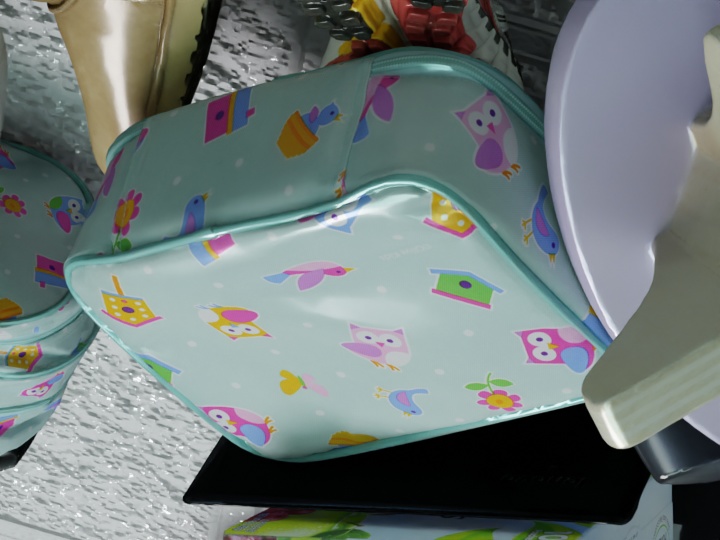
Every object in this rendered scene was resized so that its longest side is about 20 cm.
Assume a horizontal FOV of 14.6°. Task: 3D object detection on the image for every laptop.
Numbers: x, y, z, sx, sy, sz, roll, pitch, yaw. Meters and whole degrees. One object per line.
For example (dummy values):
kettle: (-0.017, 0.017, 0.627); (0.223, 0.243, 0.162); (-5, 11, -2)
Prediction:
laptop: (0.057, 0.081, 1.174); (0.186, 0.117, 0.200); (1, 156, 23)

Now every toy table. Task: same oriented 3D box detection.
toy table: (0.146, -0.009, 0.926); (0.184, 0.117, 0.200); (-40, 110, 1)

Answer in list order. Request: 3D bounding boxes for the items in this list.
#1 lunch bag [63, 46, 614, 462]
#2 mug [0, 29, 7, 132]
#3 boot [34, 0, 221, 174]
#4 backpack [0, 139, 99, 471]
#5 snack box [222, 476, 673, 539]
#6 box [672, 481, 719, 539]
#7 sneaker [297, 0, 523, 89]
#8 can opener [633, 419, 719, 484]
lunch bag: (0.000, 0.000, 1.042); (0.199, 0.077, 0.160); (-13, 140, 39)
mug: (-0.231, -0.055, 1.027); (0.200, 0.148, 0.176); (43, 110, 11)
boot: (-0.151, -0.124, 1.075); (0.199, 0.066, 0.176); (18, 135, 0)
backpack: (-0.210, 0.005, 1.197); (0.199, 0.168, 0.127); (17, 141, -10)
snack box: (0.042, 0.115, 1.147); (0.141, 0.053, 0.200); (1, -174, 16)
box: (0.129, 0.196, 1.306); (0.104, 0.149, 0.201); (5, 143, 18)
sneaker: (0.022, -0.109, 1.012); (0.077, 0.083, 0.200); (3, 159, 6)
can opener: (0.181, 0.020, 1.059); (0.199, 0.079, 0.063); (-20, 172, -16)
